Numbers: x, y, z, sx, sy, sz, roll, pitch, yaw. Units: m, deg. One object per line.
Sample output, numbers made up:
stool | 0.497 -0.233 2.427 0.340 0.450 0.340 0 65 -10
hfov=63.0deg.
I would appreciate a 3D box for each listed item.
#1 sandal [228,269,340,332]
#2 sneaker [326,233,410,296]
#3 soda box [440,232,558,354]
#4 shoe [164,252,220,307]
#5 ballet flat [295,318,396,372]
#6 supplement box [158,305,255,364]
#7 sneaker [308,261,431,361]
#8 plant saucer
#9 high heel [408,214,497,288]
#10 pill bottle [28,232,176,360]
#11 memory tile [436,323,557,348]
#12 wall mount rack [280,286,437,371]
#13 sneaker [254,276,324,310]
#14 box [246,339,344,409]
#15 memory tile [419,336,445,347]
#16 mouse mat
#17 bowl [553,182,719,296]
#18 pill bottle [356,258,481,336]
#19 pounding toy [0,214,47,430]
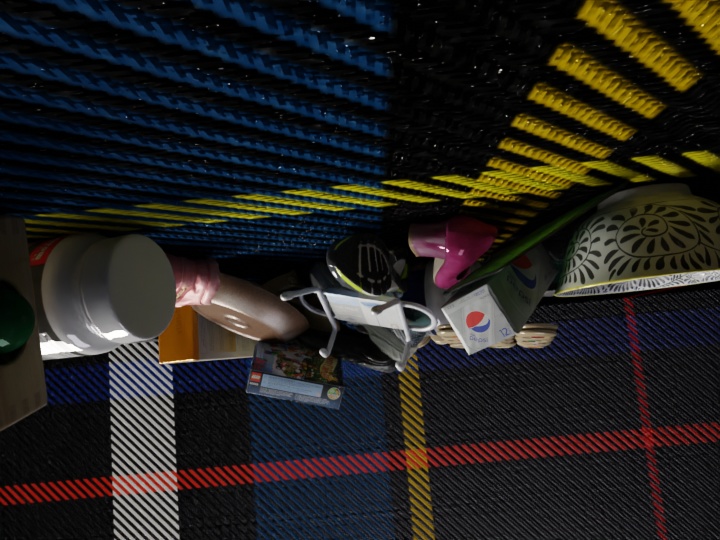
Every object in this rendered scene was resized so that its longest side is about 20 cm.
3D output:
sandal | -0.122 0.025 0.885 0.209 0.070 0.078 17 153 -2
sneaker | 0.000 0.000 0.733 0.080 0.075 0.200 -5 171 22
soda box | 0.172 0.021 0.698 0.068 0.064 0.200 -32 -179 36
shoe | -0.240 0.025 0.736 0.090 0.073 0.200 5 164 -28
ballet flat | -0.033 0.115 0.919 0.198 0.067 0.057 21 147 20
supplement box | -0.250 0.088 0.989 0.073 0.128 0.200 -9 171 20
sneaker | 0.017 0.039 0.854 0.087 0.199 0.078 -50 -170 19
plant saucer | -0.171 0.059 0.840 0.198 0.037 0.201 18 158 8
high heel | 0.130 -0.019 0.696 0.095 0.068 0.200 2 163 23
pill bottle | -0.288 0.026 0.562 0.197 0.116 0.114 -8 172 18
memory tile | 0.187 0.092 0.804 0.151 0.017 0.200 -1 168 15
wall mount rack | -0.008 0.059 0.742 0.197 0.075 0.175 7 147 21
sneaker | -0.100 0.037 0.978 0.099 0.071 0.199 -23 165 41
box | -0.100 0.137 0.916 0.135 0.038 0.200 12 -164 -9
memory tile | 0.169 0.055 0.989 0.198 0.155 0.017 -13 132 32
mouse mat | 0.172 -0.027 0.614 0.160 0.008 0.200 -33 175 -10
bowl | 0.295 -0.032 0.601 0.198 0.096 0.201 -5 172 -1
pill bottle | 0.096 0.044 0.930 0.198 0.122 0.119 -9 171 25
pounding toy | -0.321 0.030 0.410 0.197 0.187 0.142 -5 -176 1
